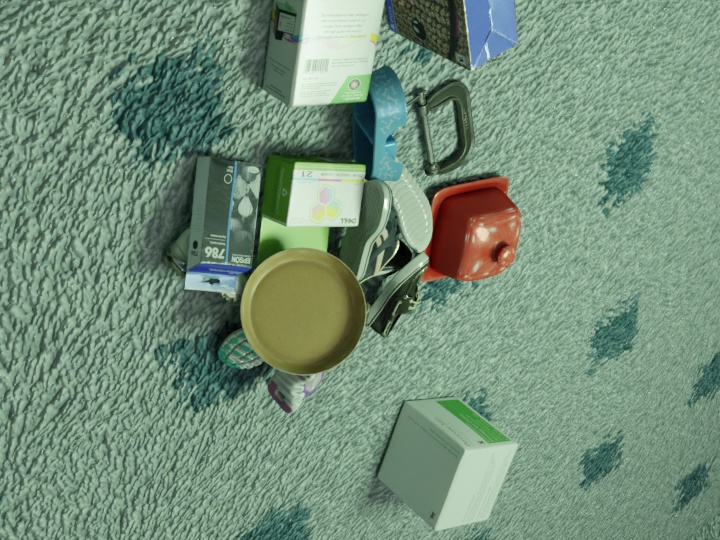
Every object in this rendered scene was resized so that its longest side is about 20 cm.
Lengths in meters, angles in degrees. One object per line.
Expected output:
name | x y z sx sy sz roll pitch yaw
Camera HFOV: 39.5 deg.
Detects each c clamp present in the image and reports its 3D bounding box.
c clamp | 0.133 -0.243 1.752 0.171 0.027 0.200 -40 136 -21

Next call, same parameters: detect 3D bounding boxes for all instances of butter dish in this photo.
butter dish | 0.229 -0.055 1.870 0.199 0.148 0.200 -15 126 -36

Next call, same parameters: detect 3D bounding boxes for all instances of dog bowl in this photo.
dog bowl | 0.026 -0.227 1.596 0.049 0.112 0.200 -15 136 -17

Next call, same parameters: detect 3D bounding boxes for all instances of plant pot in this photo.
plant pot | -0.090 0.065 1.580 0.199 0.027 0.201 2 82 -11

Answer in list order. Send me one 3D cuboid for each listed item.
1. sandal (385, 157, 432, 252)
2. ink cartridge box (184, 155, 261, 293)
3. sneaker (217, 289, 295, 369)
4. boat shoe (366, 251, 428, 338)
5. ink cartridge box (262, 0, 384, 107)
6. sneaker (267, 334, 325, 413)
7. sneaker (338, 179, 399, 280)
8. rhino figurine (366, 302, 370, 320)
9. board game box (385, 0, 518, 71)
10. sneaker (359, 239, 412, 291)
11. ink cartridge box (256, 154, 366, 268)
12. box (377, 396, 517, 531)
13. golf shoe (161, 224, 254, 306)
sandal | 0.072 -0.122 1.763 0.082 0.050 0.203 -46 127 -29
ink cartridge box | -0.205 -0.066 1.502 0.099 0.039 0.201 5 91 -45
sneaker | -0.158 0.085 1.676 0.200 0.091 0.078 -40 111 19
boat shoe | 0.077 0.046 1.812 0.071 0.064 0.200 -36 166 -47
ink cartridge box | -0.052 -0.350 1.464 0.145 0.084 0.200 -12 125 -37
sneaker | -0.091 0.156 1.683 0.088 0.081 0.200 -31 160 -35
sneaker | 0.024 -0.072 1.667 0.079 0.078 0.200 -15 141 -37
rhino figurine | -0.071 0.099 1.732 0.200 0.060 0.087 -28 170 5
board game box | 0.129 -0.416 1.493 0.097 0.200 0.160 -32 134 -20
sneaker | 0.000 0.000 1.782 0.200 0.072 0.083 -22 159 -32
ink cartridge box | -0.080 -0.079 1.603 0.148 0.076 0.201 -3 106 -40
box | 0.179 0.398 2.096 0.171 0.199 0.200 1 115 -42
golf shoe | -0.209 -0.008 1.568 0.200 0.078 0.097 32 88 -49
